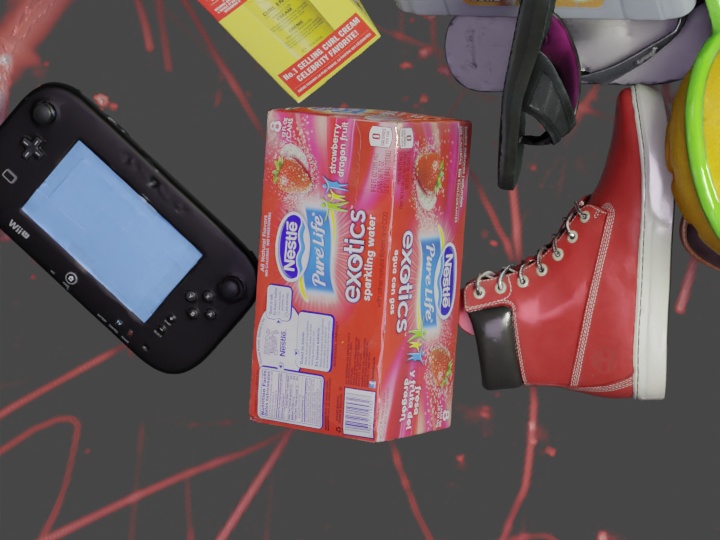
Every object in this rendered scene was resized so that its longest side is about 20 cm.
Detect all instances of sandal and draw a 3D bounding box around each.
[{"bbox_3d":[0.113,-0.121,1.615,0.048,0.076,0.201,11,137,4],"label":"sandal"},{"bbox_3d":[0.152,-0.148,1.673,0.199,0.043,0.077,-13,94,7],"label":"sandal"}]

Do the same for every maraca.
[{"bbox_3d":[0.244,-0.093,1.616,0.107,0.137,0.201,-15,59,40],"label":"maraca"}]

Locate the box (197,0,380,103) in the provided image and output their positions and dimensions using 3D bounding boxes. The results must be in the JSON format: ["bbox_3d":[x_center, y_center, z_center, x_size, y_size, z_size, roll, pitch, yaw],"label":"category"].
[{"bbox_3d":[-0.072,-0.190,1.628,0.075,0.050,0.200,-37,135,7],"label":"box"}]

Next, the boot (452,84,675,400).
[{"bbox_3d":[0.126,-0.020,1.677,0.143,0.072,0.201,4,100,7],"label":"boot"}]

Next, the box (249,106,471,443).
[{"bbox_3d":[0.000,0.000,1.663,0.099,0.095,0.201,7,97,31],"label":"box"}]

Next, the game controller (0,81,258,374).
[{"bbox_3d":[-0.159,-0.026,1.718,0.200,0.042,0.104,43,98,1],"label":"game controller"}]

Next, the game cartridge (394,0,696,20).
[{"bbox_3d":[0.097,-0.209,1.614,0.199,0.133,0.042,3,58,23],"label":"game cartridge"}]

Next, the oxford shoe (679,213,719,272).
[{"bbox_3d":[0.299,-0.013,1.657,0.199,0.073,0.072,9,97,5],"label":"oxford shoe"}]
